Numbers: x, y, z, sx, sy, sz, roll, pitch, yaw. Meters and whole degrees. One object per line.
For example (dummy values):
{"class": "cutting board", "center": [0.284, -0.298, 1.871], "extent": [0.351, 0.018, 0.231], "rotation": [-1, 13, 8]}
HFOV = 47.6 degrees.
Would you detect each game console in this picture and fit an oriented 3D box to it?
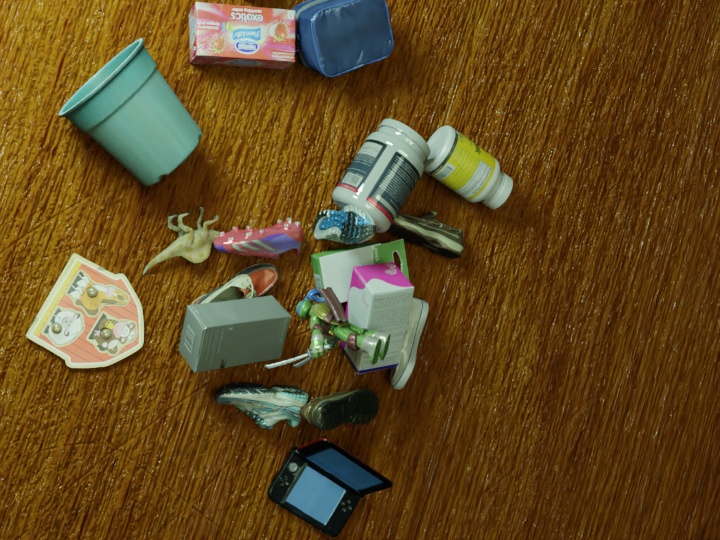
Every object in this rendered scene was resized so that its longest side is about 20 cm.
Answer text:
{"class": "game console", "center": [-0.065, 0.458, 1.706], "extent": [0.199, 0.118, 0.174], "rotation": [37, 79, -20]}

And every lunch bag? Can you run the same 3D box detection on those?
{"class": "lunch bag", "center": [-0.048, -0.479, 1.644], "extent": [0.197, 0.132, 0.138], "rotation": [-22, 120, -19]}

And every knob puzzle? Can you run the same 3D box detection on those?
{"class": "knob puzzle", "center": [-0.498, 0.095, 1.545], "extent": [0.216, 0.030, 0.225], "rotation": [-2, 94, -23]}

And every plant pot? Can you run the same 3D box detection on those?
{"class": "plant pot", "center": [-0.403, -0.275, 1.482], "extent": [0.201, 0.199, 0.197], "rotation": [-47, 116, -13]}

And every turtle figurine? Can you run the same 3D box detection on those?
{"class": "turtle figurine", "center": [-0.052, 0.151, 1.590], "extent": [0.191, 0.145, 0.203], "rotation": [16, 66, 17]}

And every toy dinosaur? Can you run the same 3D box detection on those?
{"class": "toy dinosaur", "center": [-0.337, -0.061, 1.588], "extent": [0.197, 0.058, 0.103], "rotation": [-20, 102, -20]}

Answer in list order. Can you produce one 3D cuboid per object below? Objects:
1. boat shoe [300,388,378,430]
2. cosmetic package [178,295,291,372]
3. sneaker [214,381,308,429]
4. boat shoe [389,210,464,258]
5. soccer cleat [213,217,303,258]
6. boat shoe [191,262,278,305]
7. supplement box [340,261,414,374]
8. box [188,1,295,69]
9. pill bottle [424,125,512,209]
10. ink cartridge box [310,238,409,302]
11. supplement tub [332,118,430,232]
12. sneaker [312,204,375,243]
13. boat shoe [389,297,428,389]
{"class": "boat shoe", "center": [-0.043, 0.287, 1.722], "extent": [0.198, 0.073, 0.077], "rotation": [3, 90, -48]}
{"class": "cosmetic package", "center": [-0.242, 0.121, 1.583], "extent": [0.197, 0.090, 0.109], "rotation": [-6, 123, -36]}
{"class": "sneaker", "center": [-0.202, 0.281, 1.660], "extent": [0.196, 0.077, 0.088], "rotation": [9, 94, -23]}
{"class": "boat shoe", "center": [0.142, -0.094, 1.789], "extent": [0.200, 0.074, 0.076], "rotation": [24, 71, -28]}
{"class": "soccer cleat", "center": [-0.200, -0.052, 1.631], "extent": [0.197, 0.066, 0.078], "rotation": [-15, 116, -35]}
{"class": "boat shoe", "center": [-0.246, 0.047, 1.632], "extent": [0.198, 0.062, 0.072], "rotation": [-28, 102, -20]}
{"class": "supplement box", "center": [0.031, 0.097, 1.685], "extent": [0.102, 0.102, 0.203], "rotation": [-8, 126, -24]}
{"class": "box", "center": [-0.229, -0.452, 1.582], "extent": [0.196, 0.095, 0.102], "rotation": [-1, 95, -20]}
{"class": "pill bottle", "center": [0.236, -0.219, 1.791], "extent": [0.198, 0.111, 0.113], "rotation": [31, 82, -22]}
{"class": "ink cartridge box", "center": [0.000, 0.000, 1.733], "extent": [0.197, 0.059, 0.106], "rotation": [-14, 101, -21]}
{"class": "supplement tub", "center": [0.045, -0.195, 1.695], "extent": [0.140, 0.140, 0.202], "rotation": [36, 80, -21]}
{"class": "sneaker", "center": [-0.014, -0.087, 1.653], "extent": [0.085, 0.199, 0.076], "rotation": [14, 88, -32]}
{"class": "boat shoe", "center": [0.088, 0.154, 1.778], "extent": [0.069, 0.071, 0.204], "rotation": [19, 84, -17]}
